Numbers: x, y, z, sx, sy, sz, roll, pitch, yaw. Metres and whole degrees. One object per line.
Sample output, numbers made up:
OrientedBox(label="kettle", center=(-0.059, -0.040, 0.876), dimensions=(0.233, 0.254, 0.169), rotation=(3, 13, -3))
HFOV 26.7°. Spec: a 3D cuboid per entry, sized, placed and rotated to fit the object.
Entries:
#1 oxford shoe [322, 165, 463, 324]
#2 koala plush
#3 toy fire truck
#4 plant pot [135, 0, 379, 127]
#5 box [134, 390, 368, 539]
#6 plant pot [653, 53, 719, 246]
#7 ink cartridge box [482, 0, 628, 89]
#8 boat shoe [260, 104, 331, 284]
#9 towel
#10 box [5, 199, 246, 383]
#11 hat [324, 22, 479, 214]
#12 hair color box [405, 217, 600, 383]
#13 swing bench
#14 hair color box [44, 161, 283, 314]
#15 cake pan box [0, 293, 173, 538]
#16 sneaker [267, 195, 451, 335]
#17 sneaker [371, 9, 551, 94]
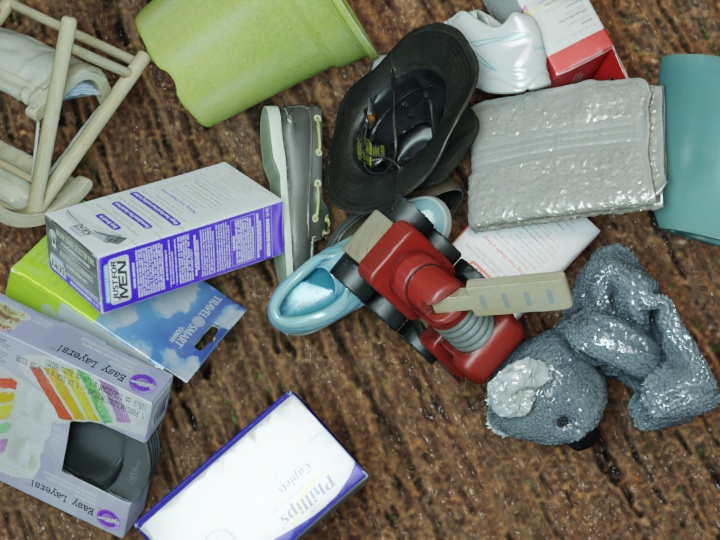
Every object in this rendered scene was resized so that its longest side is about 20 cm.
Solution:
OrientedBox(label="oxford shoe", center=(0.025, -0.022, 1.477), dimensions=(0.084, 0.073, 0.200), rotation=(35, 84, 37))
OrientedBox(label="koala plush", center=(0.204, 0.094, 1.432), dimensions=(0.199, 0.177, 0.185), rotation=(-27, 79, 0))
OrientedBox(label="toy fire truck", center=(0.099, 0.030, 1.333), dimensions=(0.129, 0.176, 0.200), rotation=(-48, 41, -1))
OrientedBox(label="plant pot", center=(-0.110, -0.241, 1.476), dimensions=(0.184, 0.200, 0.201), rotation=(-33, 83, 6))
OrientedBox(label="box", center=(-0.093, 0.211, 1.388), dimensions=(0.184, 0.200, 0.105), rotation=(-41, 83, -6))
OrientedBox(label="plant pot", center=(0.365, -0.102, 1.453), dimensions=(0.199, 0.201, 0.162), rotation=(15, 91, 1))
OrientedBox(label="ink cartridge box", center=(0.186, -0.242, 1.504), dimensions=(0.067, 0.116, 0.201), rotation=(-26, 82, -6))
OrientedBox(label="boat shoe", center=(-0.058, -0.063, 1.493), dimensions=(0.060, 0.072, 0.203), rotation=(-6, 92, -15))
OrientedBox(label="towel", center=(0.193, -0.110, 1.438), dimensions=(0.199, 0.034, 0.134), rotation=(-8, 67, 24))
OrientedBox(label="box", center=(-0.225, 0.029, 1.463), dimensions=(0.199, 0.048, 0.122), rotation=(33, 47, 4))
OrientedBox(label="hat", center=(0.057, -0.128, 1.438), dimensions=(0.081, 0.200, 0.202), rotation=(28, 80, -34))
OrientedBox(label="hair color box", center=(0.131, 0.003, 1.494), dimensions=(0.101, 0.061, 0.200), rotation=(44, 82, 6))
OrientedBox(label="swing bench", center=(-0.341, -0.161, 1.441), dimensions=(0.198, 0.130, 0.201), rotation=(27, 94, 28))
OrientedBox(label="hair color box", center=(-0.183, -0.034, 1.428), dimensions=(0.199, 0.109, 0.065), rotation=(-18, 123, -32))
OrientedBox(label="cake pan box", center=(-0.276, 0.138, 1.410), dimensions=(0.199, 0.185, 0.052), rotation=(25, 39, 7))
OrientedBox(label="sneaker", center=(0.000, 0.000, 1.413), dimensions=(0.200, 0.082, 0.074), rotation=(-38, 86, 5))
OrientedBox(label="sneaker", center=(0.097, -0.214, 1.484), dimensions=(0.199, 0.070, 0.081), rotation=(3, 105, 36))
